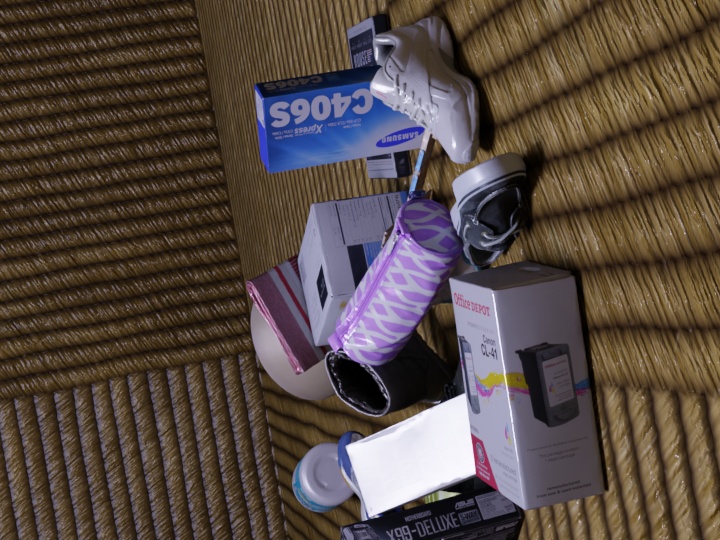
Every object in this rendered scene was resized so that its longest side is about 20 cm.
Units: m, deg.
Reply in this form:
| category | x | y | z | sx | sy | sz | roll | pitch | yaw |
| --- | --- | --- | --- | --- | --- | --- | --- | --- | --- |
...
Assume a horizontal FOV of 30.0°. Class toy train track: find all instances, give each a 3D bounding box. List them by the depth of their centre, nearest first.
| category | x | y | z | sx | sy | sz | roll | pitch | yaw |
| --- | --- | --- | --- | --- | --- | --- | --- | --- | --- |
| toy train track | 0.074 | -0.088 | 1.529 | 0.032 | 0.115 | 0.202 | 26 | 130 | 17 |

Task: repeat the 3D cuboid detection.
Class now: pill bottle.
| category | x | y | z | sx | sy | sz | roll | pitch | yaw |
| --- | --- | --- | --- | --- | --- | --- | --- | --- | --- |
| pill bottle | -0.066 | 0.381 | 2.446 | 0.200 | 0.109 | 0.112 | 119 | 140 | -73 |

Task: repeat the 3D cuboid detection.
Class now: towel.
| category | x | y | z | sx | sy | sz | roll | pitch | yaw |
| --- | --- | --- | --- | --- | --- | --- | --- | --- | --- |
| towel | -0.057 | 0.042 | 1.867 | 0.023 | 0.199 | 0.145 | -30 | 90 | 46 |

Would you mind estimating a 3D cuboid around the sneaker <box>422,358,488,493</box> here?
| category | x | y | z | sx | sy | sz | roll | pitch | yaw |
| --- | --- | --- | --- | --- | --- | --- | --- | --- | --- |
| sneaker | 0.097 | 0.166 | 1.479 | 0.077 | 0.112 | 0.202 | -100 | 9 | -55 |

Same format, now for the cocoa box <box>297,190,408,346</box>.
| category | x | y | z | sx | sy | sz | roll | pitch | yaw |
| --- | --- | --- | --- | --- | --- | --- | --- | --- | --- |
| cocoa box | 0.000 | 0.000 | 1.759 | 0.200 | 0.129 | 0.135 | 110 | 149 | -68 |

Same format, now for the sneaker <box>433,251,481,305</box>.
| category | x | y | z | sx | sy | sz | roll | pitch | yaw |
| --- | --- | --- | --- | --- | --- | --- | --- | --- | --- |
| sneaker | 0.082 | 0.006 | 1.498 | 0.200 | 0.080 | 0.078 | 138 | 122 | -72 |

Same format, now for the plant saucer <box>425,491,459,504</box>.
| category | x | y | z | sx | sy | sz | roll | pitch | yaw |
| --- | --- | --- | --- | --- | --- | --- | --- | --- | --- |
| plant saucer | 0.102 | 0.283 | 1.677 | 0.200 | 0.031 | 0.203 | 176 | 90 | -86 |

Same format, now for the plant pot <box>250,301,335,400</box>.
| category | x | y | z | sx | sy | sz | roll | pitch | yaw |
| --- | --- | --- | --- | --- | --- | --- | --- | --- | --- |
| plant pot | -0.043 | 0.074 | 1.969 | 0.134 | 0.198 | 0.203 | -28 | 70 | 47 |

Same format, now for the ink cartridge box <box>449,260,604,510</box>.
| category | x | y | z | sx | sy | sz | roll | pitch | yaw |
| --- | --- | --- | --- | --- | --- | --- | --- | --- | --- |
| ink cartridge box | 0.151 | 0.102 | 1.242 | 0.148 | 0.084 | 0.203 | -162 | 62 | -77 |

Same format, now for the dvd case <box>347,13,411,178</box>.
| category | x | y | z | sx | sy | sz | roll | pitch | yaw |
| --- | --- | --- | --- | --- | --- | --- | --- | --- | --- |
| dvd case | 0.023 | -0.220 | 1.733 | 0.150 | 0.024 | 0.203 | -165 | 65 | -77 |

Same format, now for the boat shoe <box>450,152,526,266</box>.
| category | x | y | z | sx | sy | sz | roll | pitch | yaw |
| --- | --- | --- | --- | --- | --- | --- | --- | --- | --- |
| boat shoe | 0.130 | -0.055 | 1.284 | 0.200 | 0.071 | 0.072 | 83 | 166 | -77 |

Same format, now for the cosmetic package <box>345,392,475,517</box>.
| category | x | y | z | sx | sy | sz | roll | pitch | yaw |
| --- | --- | --- | --- | --- | --- | --- | --- | --- | --- |
| cosmetic package | 0.082 | 0.190 | 1.419 | 0.199 | 0.050 | 0.084 | -27 | 73 | 33 |

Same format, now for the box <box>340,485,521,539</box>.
| category | x | y | z | sx | sy | sz | roll | pitch | yaw |
| --- | --- | --- | --- | --- | --- | --- | --- | --- | --- |
| box | 0.075 | 0.320 | 1.505 | 0.159 | 0.197 | 0.050 | 93 | 159 | -52 |

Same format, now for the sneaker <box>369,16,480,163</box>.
| category | x | y | z | sx | sy | sz | roll | pitch | yaw |
| --- | --- | --- | --- | --- | --- | --- | --- | --- | --- |
| sneaker | 0.062 | -0.179 | 1.391 | 0.079 | 0.098 | 0.201 | 92 | 163 | -46 |

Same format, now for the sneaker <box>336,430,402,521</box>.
| category | x | y | z | sx | sy | sz | roll | pitch | yaw |
| --- | --- | --- | --- | --- | --- | --- | --- | --- | --- |
| sneaker | 0.025 | 0.328 | 2.102 | 0.202 | 0.074 | 0.089 | 65 | 151 | 30 |

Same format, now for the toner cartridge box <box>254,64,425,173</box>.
| category | x | y | z | sx | sy | sz | roll | pitch | yaw |
| --- | --- | --- | --- | --- | --- | --- | --- | --- | --- |
| toner cartridge box | -0.018 | -0.177 | 1.531 | 0.043 | 0.197 | 0.096 | -119 | 22 | -54 |

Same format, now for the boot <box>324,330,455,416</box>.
| category | x | y | z | sx | sy | sz | roll | pitch | yaw |
| --- | --- | --- | --- | --- | --- | --- | --- | --- | --- |
| boot | 0.012 | 0.106 | 1.577 | 0.181 | 0.199 | 0.073 | 34 | 111 | 28 |

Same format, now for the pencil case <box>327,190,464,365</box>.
| category | x | y | z | sx | sy | sz | roll | pitch | yaw |
| --- | --- | --- | --- | --- | --- | --- | --- | --- | --- |
| pencil case | 0.040 | 0.015 | 1.428 | 0.084 | 0.085 | 0.201 | 53 | 137 | 28 |
